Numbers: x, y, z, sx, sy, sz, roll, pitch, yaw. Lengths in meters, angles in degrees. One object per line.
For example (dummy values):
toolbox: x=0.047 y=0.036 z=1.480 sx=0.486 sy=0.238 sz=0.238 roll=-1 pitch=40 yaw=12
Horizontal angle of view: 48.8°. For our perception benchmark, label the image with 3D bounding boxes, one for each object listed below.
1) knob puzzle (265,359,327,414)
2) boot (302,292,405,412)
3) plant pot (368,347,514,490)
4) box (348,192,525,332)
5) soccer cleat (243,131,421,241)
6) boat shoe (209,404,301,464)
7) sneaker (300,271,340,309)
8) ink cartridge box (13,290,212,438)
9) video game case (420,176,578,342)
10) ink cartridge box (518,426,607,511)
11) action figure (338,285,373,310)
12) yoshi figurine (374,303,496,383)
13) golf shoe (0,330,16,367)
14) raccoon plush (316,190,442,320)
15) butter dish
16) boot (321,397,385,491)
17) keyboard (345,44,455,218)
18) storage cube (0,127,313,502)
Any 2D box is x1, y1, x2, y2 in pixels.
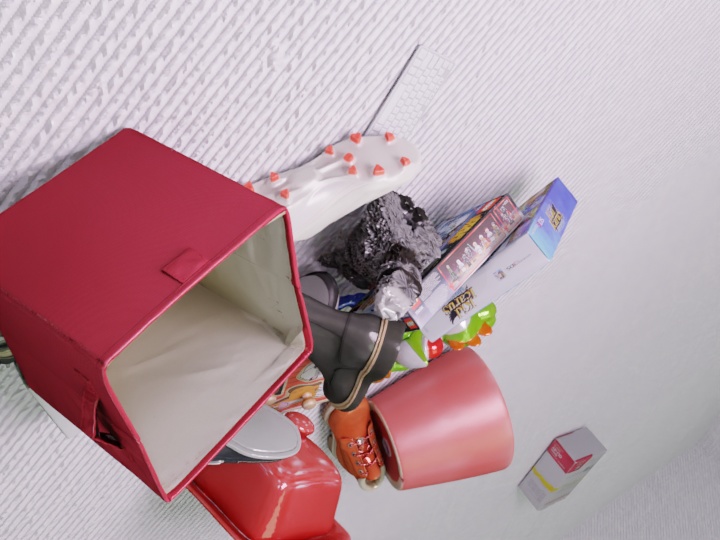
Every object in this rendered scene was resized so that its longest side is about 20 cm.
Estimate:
knob puzzle: x=-0.093 y=0.151 z=0.985 sx=0.217 sy=0.031 sz=0.220 roll=-17 pitch=154 yaw=-8
boot: x=-0.045 y=0.077 z=0.842 sx=0.137 sy=0.078 sz=0.200 roll=21 pitch=147 yaw=-7
plant pot: x=0.113 y=0.239 z=1.219 sx=0.175 sy=0.201 sz=0.202 roll=-18 pitch=143 yaw=-16
box: x=0.082 y=-0.002 z=0.905 sx=0.200 sy=0.040 sz=0.137 roll=-43 pitch=-169 yaw=-28
soccer cleat: x=-0.032 y=-0.079 z=0.793 sx=0.198 sy=0.070 sz=0.078 roll=-22 pitch=149 yaw=-15
boat shoe: x=-0.169 y=0.189 z=0.925 sx=0.198 sy=0.076 sz=0.061 roll=19 pitch=130 yaw=-17
sneaker: x=-0.106 y=0.072 z=0.872 sx=0.199 sy=0.074 sz=0.079 roll=-38 pitch=162 yaw=-4
ink cartridge box: x=-0.221 y=0.069 z=0.774 sx=0.199 sy=0.059 sz=0.104 roll=-30 pitch=147 yaw=-17
video game case: x=0.166 y=-0.015 z=0.959 sx=0.181 sy=0.046 sz=0.200 roll=-41 pitch=-177 yaw=33
ink cartridge box: x=0.520 y=0.512 z=2.054 sx=0.144 sy=0.084 sz=0.201 roll=-6 pitch=134 yaw=-41
action figure: x=0.018 y=0.049 z=0.979 sx=0.198 sy=0.066 sz=0.052 roll=-2 pitch=155 yaw=-38
yoshi figurine: x=0.084 y=0.072 z=1.082 sx=0.198 sy=0.113 sz=0.112 roll=-17 pitch=172 yaw=-15
golf shoe: x=-0.334 y=0.044 z=0.622 sx=0.199 sy=0.078 sz=0.095 roll=-27 pitch=144 yaw=-39
raccoon plush: x=0.000 y=0.000 z=0.832 sx=0.134 sy=0.097 sz=0.200 roll=-39 pitch=-171 yaw=33
butter dish: x=-0.105 y=0.250 z=1.012 sx=0.198 sy=0.199 sz=0.149 roll=14 pitch=104 yaw=-53
boot: x=0.000 y=0.252 z=1.184 sx=0.074 sy=0.107 sz=0.201 roll=-27 pitch=144 yaw=-17
keyboard: x=0.026 y=-0.139 z=0.827 sx=0.056 sy=0.011 sz=0.201 roll=5 pitch=126 yaw=-49
storage cube: x=-0.166 y=0.028 z=0.613 sx=0.200 sy=0.179 sz=0.172 roll=-44 pitch=147 yaw=-30
